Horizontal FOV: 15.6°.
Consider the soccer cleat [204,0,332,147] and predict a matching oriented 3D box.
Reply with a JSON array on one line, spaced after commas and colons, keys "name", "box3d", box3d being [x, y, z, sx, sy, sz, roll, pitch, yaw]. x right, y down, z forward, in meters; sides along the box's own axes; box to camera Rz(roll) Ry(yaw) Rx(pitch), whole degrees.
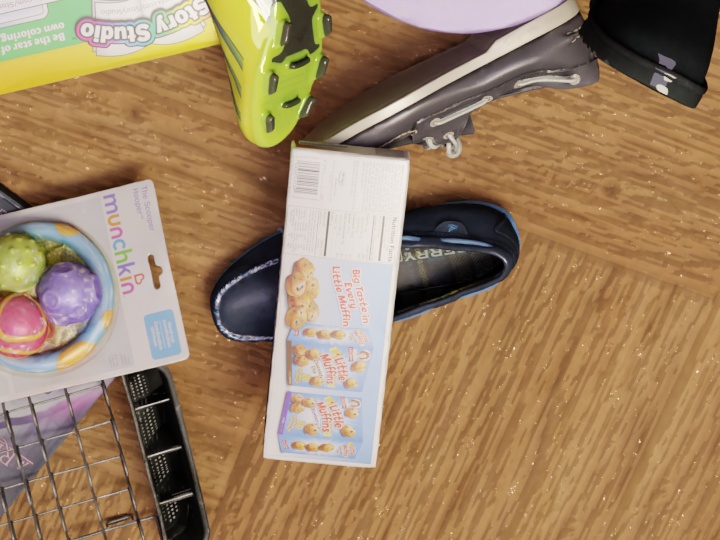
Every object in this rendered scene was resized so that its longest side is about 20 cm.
[{"name": "soccer cleat", "box3d": [-0.068, -0.168, 1.528, 0.084, 0.065, 0.201, 17, 128, 32]}]

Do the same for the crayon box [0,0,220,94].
[{"name": "crayon box", "box3d": [-0.178, -0.203, 1.557, 0.199, 0.058, 0.173, -13, 112, -1]}]

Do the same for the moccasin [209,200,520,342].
[{"name": "moccasin", "box3d": [0.000, 0.000, 1.635, 0.199, 0.068, 0.081, -19, 111, 6]}]

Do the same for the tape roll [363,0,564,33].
[{"name": "tape roll", "box3d": [0.060, -0.246, 1.544, 0.199, 0.085, 0.201, -1, 110, -3]}]

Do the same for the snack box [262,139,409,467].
[{"name": "snack box", "box3d": [-0.016, 0.022, 1.595, 0.072, 0.024, 0.201, 5, 109, -3]}]

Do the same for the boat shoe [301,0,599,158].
[{"name": "boat shoe", "box3d": [0.054, -0.097, 1.604, 0.200, 0.073, 0.063, -29, 106, 2]}]

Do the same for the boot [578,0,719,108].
[{"name": "boot", "box3d": [0.196, -0.196, 1.512, 0.076, 0.200, 0.168, 26, 109, -6]}]

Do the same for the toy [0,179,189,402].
[{"name": "toy", "box3d": [-0.215, 0.019, 1.598, 0.199, 0.047, 0.116, -14, 81, 6]}]

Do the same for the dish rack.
[{"name": "dish rack", "box3d": [-0.206, 0.131, 1.658, 0.199, 0.055, 0.154, -15, 120, -7]}]

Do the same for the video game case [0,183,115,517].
[{"name": "video game case", "box3d": [-0.238, 0.058, 1.669, 0.143, 0.019, 0.200, 36, 103, -15]}]
